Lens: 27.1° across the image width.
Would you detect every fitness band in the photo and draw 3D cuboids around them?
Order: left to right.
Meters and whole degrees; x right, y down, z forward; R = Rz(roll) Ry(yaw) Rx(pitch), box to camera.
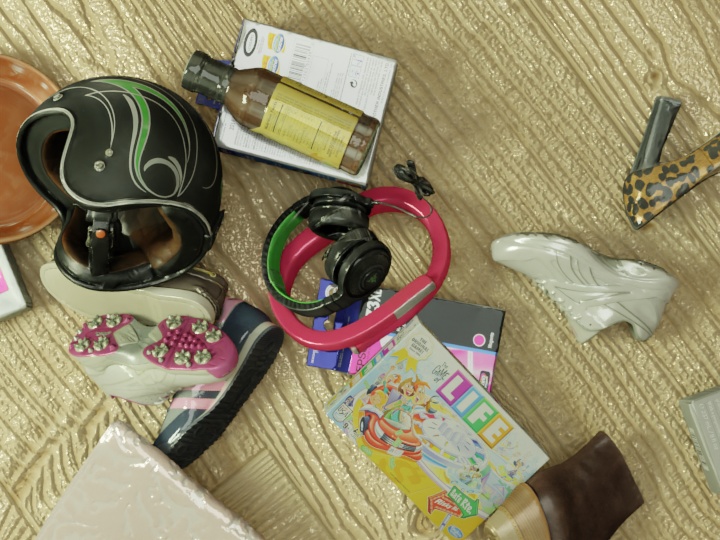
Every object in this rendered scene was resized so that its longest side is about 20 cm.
[{"bbox_3d":[0.000,0.000,1.534,0.199,0.037,0.144,-35,61,-3],"label":"fitness band"}]

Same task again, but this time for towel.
[{"bbox_3d":[-0.220,0.281,1.523,0.199,0.032,0.192,38,109,3],"label":"towel"}]

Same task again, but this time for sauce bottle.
[{"bbox_3d":[-0.080,-0.161,1.478,0.198,0.065,0.065,25,88,2],"label":"sauce bottle"}]

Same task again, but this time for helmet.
[{"bbox_3d":[-0.237,-0.097,1.477,0.198,0.201,0.192,-15,56,0],"label":"helmet"}]

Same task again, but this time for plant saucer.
[{"bbox_3d":[-0.385,-0.124,1.536,0.198,0.032,0.203,5,77,-21],"label":"plant saucer"}]

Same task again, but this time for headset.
[{"bbox_3d":[-0.017,-0.038,1.482,0.199,0.094,0.125,-29,60,15],"label":"headset"}]

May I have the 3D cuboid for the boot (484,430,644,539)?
[{"bbox_3d":[0.232,0.287,1.531,0.165,0.072,0.202,-32,106,-16],"label":"boot"}]

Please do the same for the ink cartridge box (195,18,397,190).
[{"bbox_3d":[-0.071,-0.175,1.546,0.198,0.076,0.138,15,88,-1],"label":"ink cartridge box"}]

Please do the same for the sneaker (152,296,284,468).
[{"bbox_3d":[-0.165,0.119,1.550,0.082,0.070,0.201,39,91,26],"label":"sneaker"}]

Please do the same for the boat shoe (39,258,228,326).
[{"bbox_3d":[-0.234,0.014,1.543,0.198,0.072,0.060,11,44,17],"label":"boat shoe"}]

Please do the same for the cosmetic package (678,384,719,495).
[{"bbox_3d":[0.439,0.148,1.527,0.198,0.090,0.108,-22,85,2],"label":"cosmetic package"}]

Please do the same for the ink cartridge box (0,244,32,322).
[{"bbox_3d":[-0.459,-0.020,1.558,0.172,0.044,0.202,-23,88,-2],"label":"ink cartridge box"}]

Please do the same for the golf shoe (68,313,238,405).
[{"bbox_3d":[-0.199,0.095,1.506,0.198,0.076,0.092,5,131,32],"label":"golf shoe"}]

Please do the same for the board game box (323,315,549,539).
[{"bbox_3d":[0.078,0.164,1.523,0.134,0.034,0.200,-44,102,5],"label":"board game box"}]

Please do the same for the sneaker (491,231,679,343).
[{"bbox_3d":[0.224,0.021,1.539,0.198,0.078,0.101,17,91,2],"label":"sneaker"}]

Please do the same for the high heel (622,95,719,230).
[{"bbox_3d":[0.375,-0.088,1.538,0.198,0.071,0.144,17,81,17],"label":"high heel"}]

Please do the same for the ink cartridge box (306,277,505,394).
[{"bbox_3d":[0.047,0.070,1.558,0.197,0.037,0.096,10,88,3],"label":"ink cartridge box"}]
